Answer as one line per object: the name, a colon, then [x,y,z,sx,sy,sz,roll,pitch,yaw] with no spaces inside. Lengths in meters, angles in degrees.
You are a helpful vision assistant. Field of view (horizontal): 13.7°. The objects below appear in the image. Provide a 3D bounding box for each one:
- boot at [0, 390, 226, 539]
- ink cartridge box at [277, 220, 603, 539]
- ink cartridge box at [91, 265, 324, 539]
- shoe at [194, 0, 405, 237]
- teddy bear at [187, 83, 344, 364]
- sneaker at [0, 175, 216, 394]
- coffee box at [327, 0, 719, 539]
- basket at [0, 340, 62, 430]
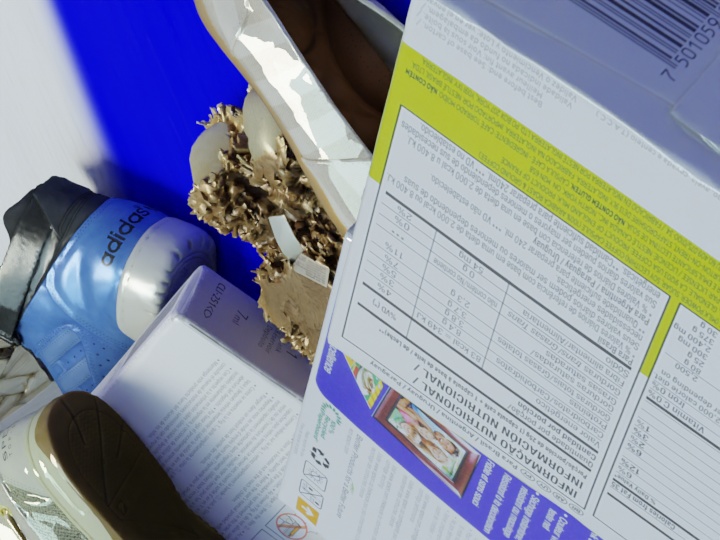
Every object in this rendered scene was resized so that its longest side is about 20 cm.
boot: [-0.135,0.161,1.408,0.155,0.072,0.200,-24,108,34]
ink cartridge box: [0.063,0.091,1.104,0.200,0.043,0.198,42,150,17]
ink cartridge box: [-0.058,0.114,1.415,0.176,0.045,0.200,36,131,-8]
shoe: [0.007,-0.059,1.204,0.200,0.070,0.053,49,157,-1]
teddy bear: [0.000,0.000,1.301,0.200,0.067,0.145,46,140,12]
sneaker: [-0.132,0.038,1.471,0.111,0.077,0.200,25,139,20]
coffee box: [0.135,-0.033,0.958,0.200,0.200,0.198,35,147,14]
basket: [-0.279,0.089,1.595,0.136,0.200,0.123,-16,110,56]
